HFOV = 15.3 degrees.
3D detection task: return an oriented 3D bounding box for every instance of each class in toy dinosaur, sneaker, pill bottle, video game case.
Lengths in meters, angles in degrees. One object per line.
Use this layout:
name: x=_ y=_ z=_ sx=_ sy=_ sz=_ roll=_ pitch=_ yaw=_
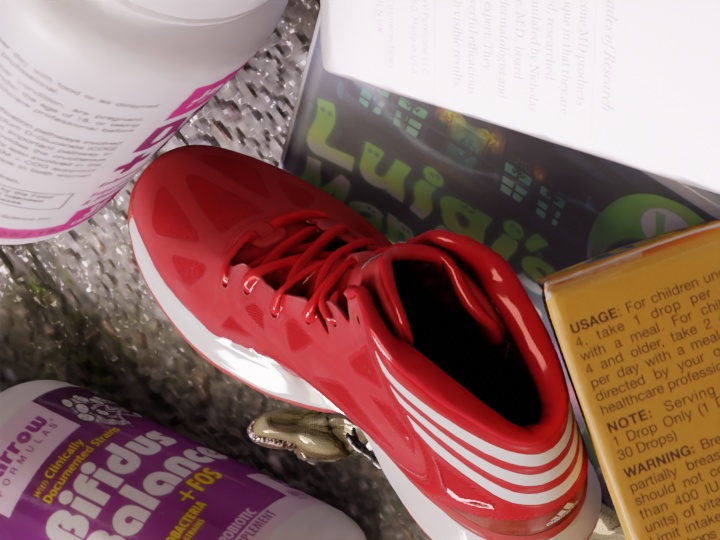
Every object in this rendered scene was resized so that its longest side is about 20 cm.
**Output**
toy dinosaur: x=0.051 y=0.070 z=0.915 sx=0.200 sy=0.047 sz=0.088 roll=26 pitch=153 yaw=22
sneaker: x=0.000 y=0.000 z=0.842 sx=0.200 sy=0.078 sz=0.116 roll=36 pitch=155 yaw=23
pill bottle: x=-0.090 y=-0.094 z=0.875 sx=0.113 sy=0.113 sz=0.200 roll=49 pitch=146 yaw=-2
pill bottle: x=-0.105 y=0.110 z=1.053 sx=0.200 sy=0.112 sz=0.112 roll=23 pitch=132 yaw=23
video game case: x=0.058 y=0.005 z=0.902 sx=0.200 sy=0.023 sz=0.182 roll=34 pitch=140 yaw=14

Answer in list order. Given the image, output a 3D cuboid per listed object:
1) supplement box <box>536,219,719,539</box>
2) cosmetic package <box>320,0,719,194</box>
supplement box: x=0.115 y=0.086 z=0.790 sx=0.069 sy=0.067 sz=0.200 roll=-22 pitch=90 yaw=2
cosmetic package: x=0.097 y=-0.081 z=0.765 sx=0.200 sy=0.101 sz=0.071 roll=19 pitch=129 yaw=26
